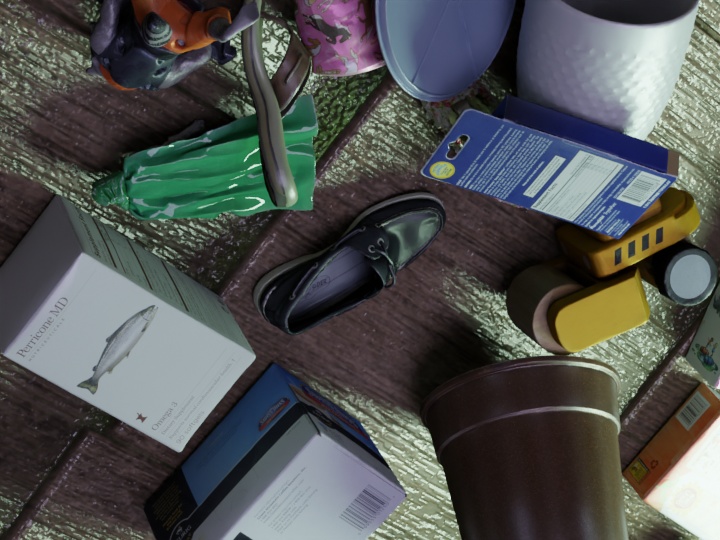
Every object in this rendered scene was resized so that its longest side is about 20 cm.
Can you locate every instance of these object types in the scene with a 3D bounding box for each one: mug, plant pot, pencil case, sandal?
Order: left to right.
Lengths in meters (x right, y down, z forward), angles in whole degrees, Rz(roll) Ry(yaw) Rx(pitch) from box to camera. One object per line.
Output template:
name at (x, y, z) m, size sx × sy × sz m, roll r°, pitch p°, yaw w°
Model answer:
sandal at (-0.066, -0.155, 1.558) m, size 0.057 × 0.080 × 0.202 m, roll -9°, pitch 92°, yaw -1°
pencil case at (-0.020, -0.261, 1.549) m, size 0.086 × 0.083 × 0.201 m, roll -8°, pitch 121°, yaw -2°
plant pot at (0.167, 0.211, 1.770) m, size 0.199 × 0.199 × 0.201 m, roll -6°, pitch 154°, yaw -3°
mug at (0.228, -0.195, 1.663) m, size 0.200 × 0.147 × 0.176 m, roll -30°, pitch 144°, yaw -37°

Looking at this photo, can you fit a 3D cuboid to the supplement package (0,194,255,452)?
supplement package at (-0.211, 0.047, 1.617) m, size 0.200 × 0.117 × 0.117 m, roll 33°, pitch 102°, yaw -33°

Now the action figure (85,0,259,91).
action figure at (-0.186, -0.204, 1.466) m, size 0.199 × 0.193 × 0.105 m, roll 27°, pitch 65°, yaw -13°

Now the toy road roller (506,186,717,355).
toy road roller at (0.227, -0.024, 1.766) m, size 0.199 × 0.123 × 0.147 m, roll -25°, pitch 109°, yaw -9°

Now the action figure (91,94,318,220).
action figure at (-0.137, -0.087, 1.612) m, size 0.199 × 0.055 × 0.119 m, roll -13°, pitch 123°, yaw -20°

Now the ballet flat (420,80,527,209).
ballet flat at (0.122, -0.111, 1.703) m, size 0.076 × 0.064 × 0.200 m, roll -44°, pitch 125°, yaw 8°

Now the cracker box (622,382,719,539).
cracker box at (0.397, 0.225, 2.006) m, size 0.200 × 0.058 × 0.134 m, roll 34°, pitch 101°, yaw -32°

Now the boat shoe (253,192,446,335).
boat shoe at (-0.001, -0.002, 1.709) m, size 0.198 × 0.066 × 0.075 m, roll -25°, pitch 124°, yaw -8°

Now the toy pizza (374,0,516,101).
toy pizza at (0.070, -0.245, 1.586) m, size 0.200 × 0.032 × 0.201 m, roll -23°, pitch 121°, yaw -46°

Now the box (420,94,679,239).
box at (0.164, -0.094, 1.630) m, size 0.199 × 0.033 × 0.121 m, roll 16°, pitch 150°, yaw -13°

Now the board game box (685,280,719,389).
board game box at (0.445, 0.030, 1.916) m, size 0.147 × 0.064 × 0.201 m, roll 9°, pitch 112°, yaw -27°

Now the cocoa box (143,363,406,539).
cocoa box at (-0.083, 0.218, 1.756) m, size 0.200 × 0.131 × 0.133 m, roll -48°, pitch 124°, yaw 7°
